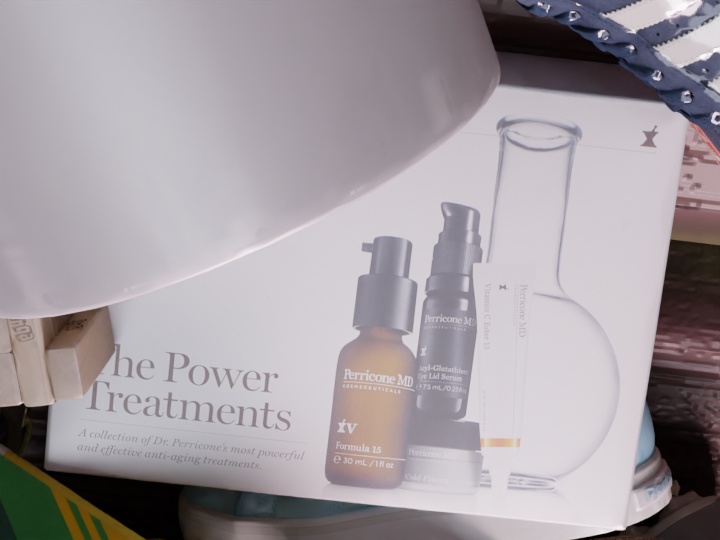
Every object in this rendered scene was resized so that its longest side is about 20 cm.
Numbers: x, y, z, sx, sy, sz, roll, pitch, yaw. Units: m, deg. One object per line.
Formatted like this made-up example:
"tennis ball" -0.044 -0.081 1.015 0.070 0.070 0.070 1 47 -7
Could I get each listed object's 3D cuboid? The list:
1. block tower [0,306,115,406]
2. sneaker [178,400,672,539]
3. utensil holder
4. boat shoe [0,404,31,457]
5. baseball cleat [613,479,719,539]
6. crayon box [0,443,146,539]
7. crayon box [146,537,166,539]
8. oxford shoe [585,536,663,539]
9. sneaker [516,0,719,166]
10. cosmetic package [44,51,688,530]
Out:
"block tower" -0.183 0.020 0.878 0.199 0.054 0.058 -6 105 9
"sneaker" 0.017 0.059 1.022 0.199 0.074 0.082 -9 101 24
"utensil holder" -0.070 -0.112 0.705 0.169 0.170 0.201 -18 107 21
"boat shoe" -0.179 0.078 1.046 0.072 0.061 0.202 24 133 -20
"baseball cleat" 0.120 0.170 1.093 0.069 0.107 0.200 -18 152 -28
"crayon box" -0.073 0.127 0.934 0.199 0.051 0.127 29 166 28
"crayon box" -0.116 0.149 1.089 0.199 0.052 0.126 -11 164 16
"oxford shoe" 0.074 0.130 1.015 0.199 0.072 0.071 4 180 -1
"sneaker" 0.103 -0.068 0.842 0.199 0.075 0.085 9 106 -5
"cosmetic package" 0.000 0.000 0.913 0.199 0.052 0.152 6 106 -2
